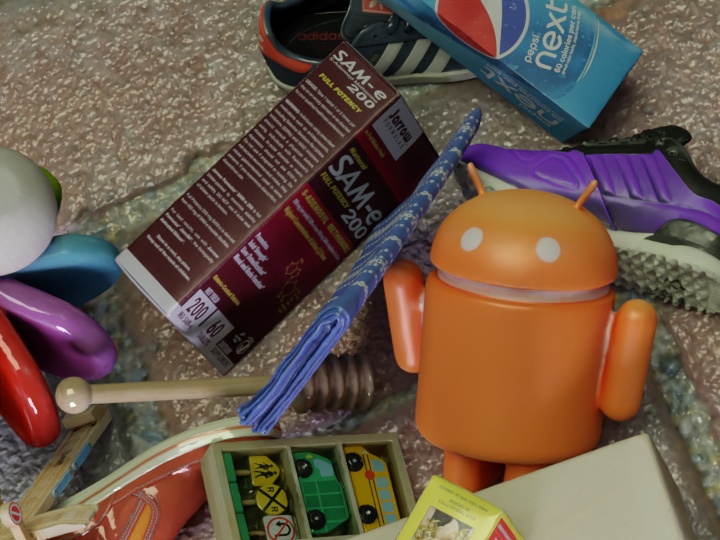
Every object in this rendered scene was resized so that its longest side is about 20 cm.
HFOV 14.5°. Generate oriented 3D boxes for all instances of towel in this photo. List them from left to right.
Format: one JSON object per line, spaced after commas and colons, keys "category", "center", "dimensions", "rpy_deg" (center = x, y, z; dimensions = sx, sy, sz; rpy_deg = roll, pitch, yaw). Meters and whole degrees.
{"category": "towel", "center": [0.000, 0.000, 1.706], "dimensions": [0.024, 0.145, 0.200], "rpy_deg": [36, 49, -2]}

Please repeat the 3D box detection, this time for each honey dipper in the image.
{"category": "honey dipper", "center": [-0.089, 0.072, 1.736], "dimensions": [0.199, 0.038, 0.038], "rpy_deg": [-2, 62, -22]}

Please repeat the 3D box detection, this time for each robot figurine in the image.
{"category": "robot figurine", "center": [0.091, 0.039, 1.685], "dimensions": [0.144, 0.116, 0.201], "rpy_deg": [26, 114, 57]}

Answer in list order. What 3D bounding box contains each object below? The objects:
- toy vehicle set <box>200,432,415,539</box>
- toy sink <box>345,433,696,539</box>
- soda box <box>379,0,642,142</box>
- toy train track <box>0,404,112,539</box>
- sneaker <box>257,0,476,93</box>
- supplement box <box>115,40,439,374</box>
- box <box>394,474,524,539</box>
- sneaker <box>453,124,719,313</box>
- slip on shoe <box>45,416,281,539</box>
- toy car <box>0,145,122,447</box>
{"category": "toy vehicle set", "center": [-0.016, 0.194, 1.690], "dimensions": [0.123, 0.027, 0.201], "rpy_deg": [-3, 62, -23]}
{"category": "toy sink", "center": [0.102, 0.201, 1.640], "dimensions": [0.199, 0.112, 0.131], "rpy_deg": [-21, 62, 7]}
{"category": "soda box", "center": [0.074, -0.168, 1.778], "dimensions": [0.200, 0.068, 0.064], "rpy_deg": [37, 80, -6]}
{"category": "toy train track", "center": [-0.202, 0.130, 1.738], "dimensions": [0.114, 0.033, 0.200], "rpy_deg": [-17, 20, 25]}
{"category": "sneaker", "center": [0.027, -0.165, 1.833], "dimensions": [0.199, 0.085, 0.075], "rpy_deg": [-15, 64, 10]}
{"category": "supplement box", "center": [-0.049, -0.038, 1.790], "dimensions": [0.200, 0.109, 0.061], "rpy_deg": [-45, 62, -3]}
{"category": "box", "center": [0.017, 0.216, 1.556], "dimensions": [0.050, 0.075, 0.201], "rpy_deg": [25, 76, 23]}
{"category": "sneaker", "center": [0.159, -0.050, 1.759], "dimensions": [0.199, 0.070, 0.100], "rpy_deg": [22, 69, 20]}
{"category": "slip on shoe", "center": [-0.131, 0.150, 1.761], "dimensions": [0.199, 0.074, 0.061], "rpy_deg": [-31, 76, 6]}
{"category": "toy car", "center": [-0.225, 0.033, 1.753], "dimensions": [0.149, 0.175, 0.201], "rpy_deg": [31, 68, 6]}
